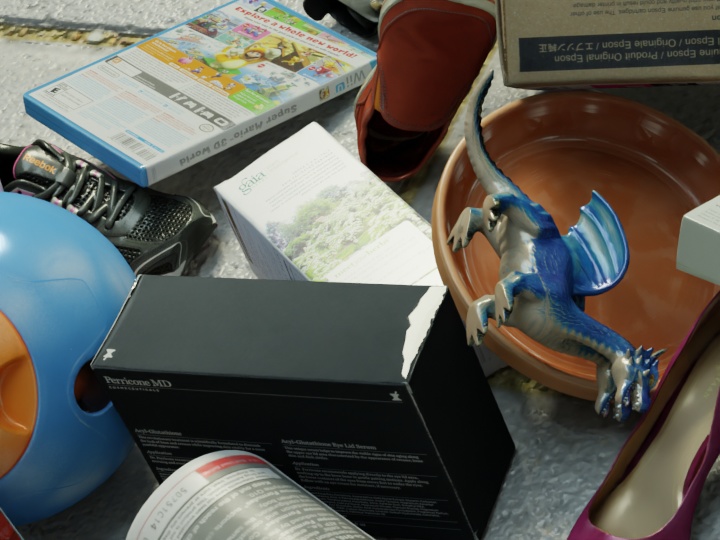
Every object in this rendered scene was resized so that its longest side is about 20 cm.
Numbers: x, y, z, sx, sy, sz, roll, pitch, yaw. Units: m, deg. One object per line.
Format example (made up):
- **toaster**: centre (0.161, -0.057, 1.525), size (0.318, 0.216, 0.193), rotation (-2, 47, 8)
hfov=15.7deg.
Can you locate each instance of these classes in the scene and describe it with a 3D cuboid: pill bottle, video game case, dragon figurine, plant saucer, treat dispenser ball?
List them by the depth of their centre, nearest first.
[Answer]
- **pill bottle**: centre (-0.028, 0.187, 1.394), size (0.114, 0.114, 0.200), rotation (-42, 45, -17)
- **dragon figurine**: centre (0.107, -0.008, 1.437), size (0.099, 0.059, 0.200), rotation (3, 62, -27)
- **plant saucer**: centre (0.137, -0.013, 1.507), size (0.200, 0.032, 0.200), rotation (7, 59, -12)
- **treat dispenser ball**: centre (-0.220, 0.053, 1.552), size (0.201, 0.201, 0.201), rotation (-13, 44, 13)
- **video game case**: centre (-0.106, -0.125, 1.761), size (0.200, 0.018, 0.143), rotation (-28, 39, -29)

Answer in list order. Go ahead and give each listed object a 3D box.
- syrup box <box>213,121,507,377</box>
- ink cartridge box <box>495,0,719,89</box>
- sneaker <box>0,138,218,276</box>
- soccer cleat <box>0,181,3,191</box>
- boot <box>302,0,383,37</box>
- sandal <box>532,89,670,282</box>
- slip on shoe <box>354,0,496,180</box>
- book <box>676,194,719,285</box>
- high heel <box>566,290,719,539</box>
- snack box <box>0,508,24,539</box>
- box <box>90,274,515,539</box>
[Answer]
- **syrup box**: centre (0.000, 0.000, 1.586), size (0.079, 0.081, 0.200), rotation (-34, 43, -12)
- **ink cartridge box**: centre (0.173, -0.146, 1.553), size (0.165, 0.075, 0.200), rotation (-3, 4, 11)
- **sneaker**: centre (-0.193, -0.042, 1.715), size (0.200, 0.086, 0.080), rotation (7, 54, 30)
- **soccer cleat**: centre (-0.261, -0.078, 1.679), size (0.067, 0.076, 0.200), rotation (-1, 56, -34)
- **boot**: centre (0.065, -0.200, 1.765), size (0.138, 0.077, 0.200), rotation (-48, 34, -16)
- **sandal**: centre (0.145, -0.058, 1.595), size (0.082, 0.050, 0.203), rotation (-24, 44, 2)
- **slip on shoe**: centre (0.039, -0.118, 1.610), size (0.074, 0.200, 0.061), rotation (9, 62, -10)
- **book**: centre (0.286, -0.023, 1.431), size (0.134, 0.048, 0.200), rotation (26, 33, 35)
- **high heel**: centre (0.156, 0.097, 1.406), size (0.067, 0.096, 0.200), rotation (20, 59, 38)
- **snack box**: centre (-0.271, 0.206, 1.451), size (0.200, 0.169, 0.068), rotation (-37, 42, -9)
- **box**: centre (-0.031, 0.077, 1.482), size (0.200, 0.141, 0.079), rotation (2, 50, 27)
